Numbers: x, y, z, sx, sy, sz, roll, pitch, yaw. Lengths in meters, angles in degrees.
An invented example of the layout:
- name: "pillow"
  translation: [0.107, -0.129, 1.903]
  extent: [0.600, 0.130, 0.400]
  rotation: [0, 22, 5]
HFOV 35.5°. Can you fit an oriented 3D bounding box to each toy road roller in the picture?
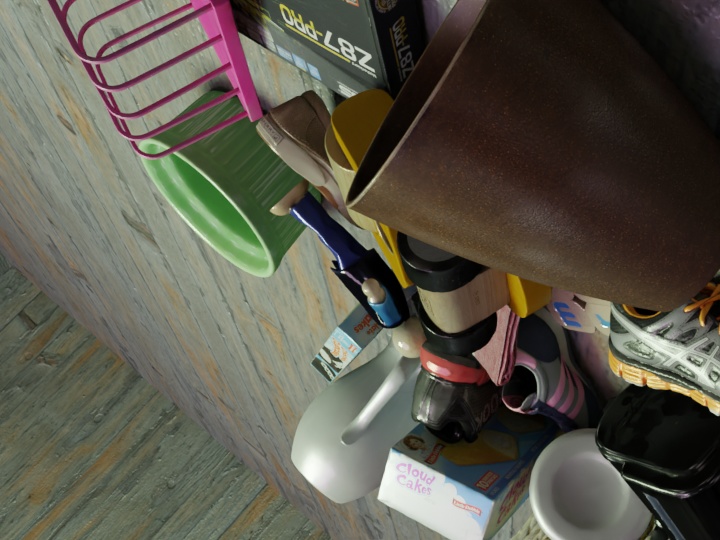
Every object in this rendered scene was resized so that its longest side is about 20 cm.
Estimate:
- name: "toy road roller"
  translation: [0.076, -0.052, 0.817]
  extent: [0.201, 0.145, 0.123]
  rotation: [57, 173, 34]

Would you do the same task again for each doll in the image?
- name: "doll"
  translation: [0.000, 0.000, 1.069]
  extent: [0.200, 0.048, 0.136]
  rotation: [48, -173, -4]

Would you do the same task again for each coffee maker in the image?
- name: "coffee maker"
  translation: [0.309, 0.182, 0.896]
  extent: [0.191, 0.135, 0.200]
  rotation: [-11, 128, 40]

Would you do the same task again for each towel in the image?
- name: "towel"
  translation: [0.076, -0.012, 0.974]
  extent: [0.200, 0.023, 0.145]
  rotation: [54, 158, 31]

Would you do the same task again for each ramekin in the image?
- name: "ramekin"
  translation: [-0.136, -0.098, 1.221]
  extent: [0.200, 0.098, 0.200]
  rotation: [38, 161, 15]

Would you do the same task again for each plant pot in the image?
- name: "plant pot"
  translation: [0.123, -0.067, 0.669]
  extent: [0.199, 0.188, 0.187]
  rotation: [31, 163, -8]

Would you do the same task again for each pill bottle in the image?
- name: "pill bottle"
  translation: [0.229, 0.218, 1.080]
  extent: [0.112, 0.113, 0.200]
  rotation: [36, 178, 22]

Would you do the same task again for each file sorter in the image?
- name: "file sorter"
  translation: [-0.176, -0.200, 0.937]
  extent: [0.140, 0.125, 0.200]
  rotation: [62, 174, 17]

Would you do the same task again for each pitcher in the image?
- name: "pitcher"
  translation: [0.011, 0.158, 1.244]
  extent: [0.121, 0.200, 0.172]
  rotation: [41, -177, 10]

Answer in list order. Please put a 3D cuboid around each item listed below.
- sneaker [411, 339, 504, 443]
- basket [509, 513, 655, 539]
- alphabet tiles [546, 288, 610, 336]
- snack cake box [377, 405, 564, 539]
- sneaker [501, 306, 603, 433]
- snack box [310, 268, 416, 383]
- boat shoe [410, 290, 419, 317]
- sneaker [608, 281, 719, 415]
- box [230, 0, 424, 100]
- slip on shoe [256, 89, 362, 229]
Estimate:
- name: "sneaker"
  translation: [0.105, 0.118, 1.096]
  extent: [0.070, 0.099, 0.200]
  rotation: [22, -175, 28]
- name: "basket"
  translation: [0.260, 0.368, 1.264]
  extent: [0.160, 0.200, 0.199]
  rotation: [33, 160, 43]
- name: "alphabet tiles"
  translation: [0.153, -0.022, 0.914]
  extent: [0.200, 0.015, 0.195]
  rotation: [52, 157, -24]
- name: "snack cake box"
  translation: [0.119, 0.184, 1.123]
  extent: [0.114, 0.200, 0.068]
  rotation: [25, 120, 23]
- name: "sneaker"
  translation: [0.169, 0.113, 1.066]
  extent: [0.070, 0.082, 0.201]
  rotation: [16, 149, 46]
- name: "snack box"
  translation: [0.008, 0.053, 1.219]
  extent: [0.037, 0.116, 0.200]
  rotation: [42, 162, 3]
- name: "boat shoe"
  translation: [0.087, 0.061, 1.165]
  extent: [0.068, 0.057, 0.201]
  rotation: [32, 158, 29]
- name: "sneaker"
  translation: [0.250, 0.048, 0.779]
  extent: [0.199, 0.078, 0.078]
  rotation: [9, 122, 47]
- name: "box"
  translation: [-0.041, -0.213, 0.851]
  extent: [0.199, 0.049, 0.162]
  rotation: [36, 163, 26]
- name: "slip on shoe"
  translation: [-0.023, -0.101, 1.041]
  extent: [0.076, 0.061, 0.200]
  rotation: [49, -175, 36]
